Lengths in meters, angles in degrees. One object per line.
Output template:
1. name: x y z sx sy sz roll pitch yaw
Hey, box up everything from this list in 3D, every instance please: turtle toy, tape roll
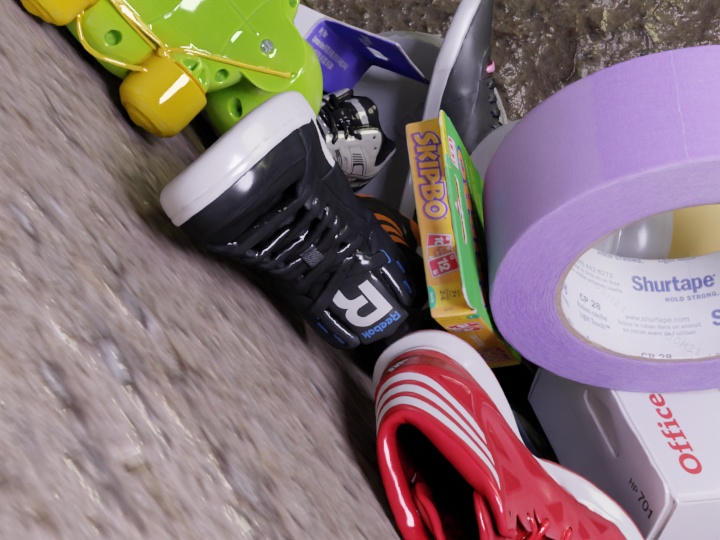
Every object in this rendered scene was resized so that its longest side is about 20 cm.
1. turtle toy: -0.086 -0.140 0.699 0.200 0.146 0.101 49 -13 -28
2. tape roll: 0.160 -0.017 0.662 0.200 0.200 0.066 44 37 -46

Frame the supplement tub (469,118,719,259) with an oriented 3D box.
1. supplement tub: 0.170 -0.021 0.876 0.200 0.146 0.146 6 39 -38

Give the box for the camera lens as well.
1. camera lens: 0.037 -0.104 1.090 0.160 0.160 0.200 53 8 1

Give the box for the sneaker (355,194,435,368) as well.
1. sneaker: 0.000 0.000 0.812 0.090 0.070 0.200 32 13 -6

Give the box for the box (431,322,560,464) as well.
1. box: 0.091 0.121 0.820 0.160 0.044 0.200 51 8 -14

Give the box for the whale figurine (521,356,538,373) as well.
1. whale figurine: 0.184 0.092 0.915 0.159 0.104 0.200 19 31 -55

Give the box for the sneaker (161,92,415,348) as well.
1. sneaker: -0.019 -0.015 0.624 0.112 0.073 0.200 51 6 -1

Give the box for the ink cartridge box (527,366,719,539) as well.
1. ink cartridge box: 0.218 0.090 0.785 0.147 0.200 0.086 -112 -153 -42

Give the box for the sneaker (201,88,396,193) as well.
1. sneaker: -0.034 -0.090 0.887 0.076 0.088 0.200 55 9 11

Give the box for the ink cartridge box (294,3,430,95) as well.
1. ink cartridge box: -0.060 -0.154 0.883 0.200 0.043 0.198 24 4 8

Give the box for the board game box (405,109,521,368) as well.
1. board game box: 0.055 -0.009 0.713 0.200 0.030 0.096 49 33 -74

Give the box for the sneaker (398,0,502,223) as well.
1. sneaker: 0.091 -0.096 0.948 0.099 0.200 0.071 14 14 5

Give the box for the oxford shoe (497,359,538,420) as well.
1. oxford shoe: 0.137 0.138 0.977 0.075 0.070 0.200 11 46 -45

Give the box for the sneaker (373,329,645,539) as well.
1. sneaker: 0.068 0.130 0.637 0.200 0.078 0.116 46 22 -9
